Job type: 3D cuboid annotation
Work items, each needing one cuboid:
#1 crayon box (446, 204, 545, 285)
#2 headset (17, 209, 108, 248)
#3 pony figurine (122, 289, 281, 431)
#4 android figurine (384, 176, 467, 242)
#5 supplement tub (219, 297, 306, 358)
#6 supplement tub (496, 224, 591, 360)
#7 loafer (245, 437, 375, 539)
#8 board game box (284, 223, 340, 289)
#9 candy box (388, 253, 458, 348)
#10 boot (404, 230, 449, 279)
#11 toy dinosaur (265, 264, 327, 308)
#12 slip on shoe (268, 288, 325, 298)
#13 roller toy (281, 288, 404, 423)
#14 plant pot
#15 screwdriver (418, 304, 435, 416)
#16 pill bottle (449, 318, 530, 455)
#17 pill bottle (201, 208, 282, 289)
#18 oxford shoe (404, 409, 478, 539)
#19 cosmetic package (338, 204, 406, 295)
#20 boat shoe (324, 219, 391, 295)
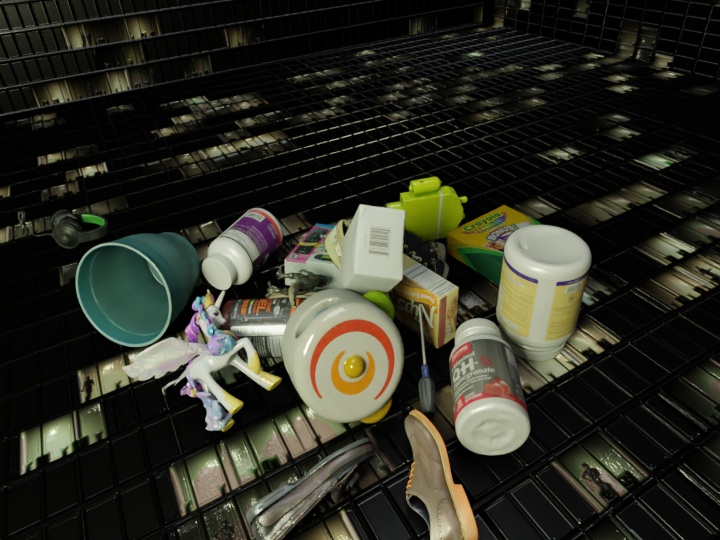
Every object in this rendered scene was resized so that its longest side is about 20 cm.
[{"bbox_3d":[0.323,-0.064,1.191,0.196,0.060,0.172,-25,41,-27],"label":"crayon box"},{"bbox_3d":[-0.749,-0.118,1.327,0.195,0.097,0.123,-12,34,-32],"label":"headset"},{"bbox_3d":[-0.254,0.155,0.855,0.192,0.167,0.201,-40,73,-9],"label":"pony figurine"},{"bbox_3d":[0.149,-0.127,1.188,0.194,0.185,0.042,-12,44,-7],"label":"android figurine"},{"bbox_3d":[-0.150,0.105,0.958,0.193,0.110,0.108,-2,35,2],"label":"supplement tub"},{"bbox_3d":[0.316,0.041,0.924,0.140,0.205,0.147,-2,35,1],"label":"supplement tub"},{"bbox_3d":[-0.057,0.307,0.718,0.196,0.073,0.064,-26,60,-19],"label":"loafer"},{"bbox_3d":[-0.065,-0.032,1.151,0.143,0.066,0.201,7,26,13],"label":"board game box"},{"bbox_3d":[0.098,0.045,1.010,0.054,0.118,0.198,-27,42,-30],"label":"candy box"},{"bbox_3d":[0.108,-0.024,1.097,0.147,0.074,0.202,24,32,-6],"label":"boot"},{"bbox_3d":[-0.121,0.026,0.951,0.085,0.049,0.200,9,14,12],"label":"toy dinosaur"},{"bbox_3d":[-0.110,0.068,1.045,0.195,0.063,0.073,5,7,31],"label":"slip on shoe"},{"bbox_3d":[-0.028,0.134,0.820,0.177,0.207,0.139,6,8,-20],"label":"roller toy"},{"bbox_3d":[-0.420,0.016,1.046,0.193,0.206,0.189,4,20,10],"label":"plant pot"},{"bbox_3d":[0.105,0.146,0.892,0.028,0.028,0.205,11,55,-25],"label":"screwdriver"},{"bbox_3d":[0.197,0.174,0.829,0.107,0.113,0.202,0,35,5],"label":"pill bottle"},{"bbox_3d":[-0.264,-0.047,1.172,0.109,0.115,0.201,12,39,20],"label":"pill bottle"},{"bbox_3d":[0.091,0.282,0.726,0.071,0.073,0.202,-15,37,-8],"label":"oxford shoe"},{"bbox_3d":[0.014,-0.020,0.880,0.078,0.200,0.117,6,77,-7],"label":"cosmetic package"},{"bbox_3d":[0.000,0.000,1.001,0.072,0.063,0.202,-27,78,-39],"label":"boat shoe"}]
